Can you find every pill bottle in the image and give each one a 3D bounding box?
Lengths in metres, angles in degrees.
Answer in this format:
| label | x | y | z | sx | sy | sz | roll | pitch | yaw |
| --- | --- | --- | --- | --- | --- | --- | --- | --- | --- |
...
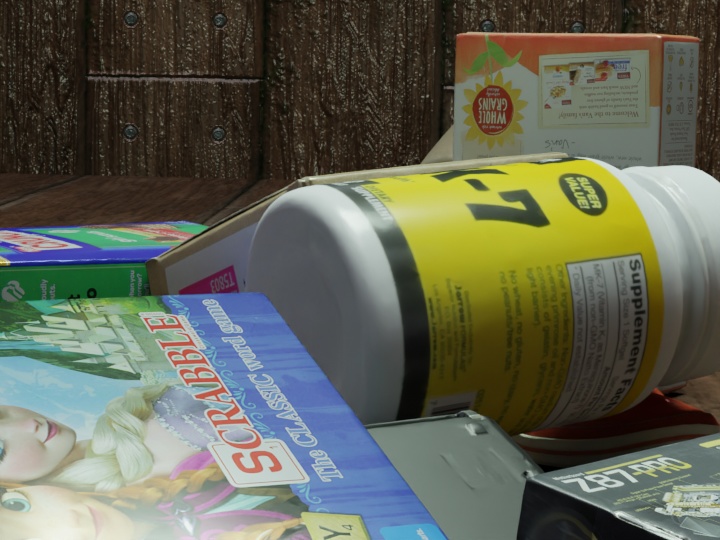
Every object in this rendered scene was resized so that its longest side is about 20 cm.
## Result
| label | x | y | z | sx | sy | sz | roll | pitch | yaw |
| --- | --- | --- | --- | --- | --- | --- | --- | --- | --- |
| pill bottle | 0.062 | 0.012 | 0.791 | 0.199 | 0.115 | 0.114 | -8 | 10 | -30 |

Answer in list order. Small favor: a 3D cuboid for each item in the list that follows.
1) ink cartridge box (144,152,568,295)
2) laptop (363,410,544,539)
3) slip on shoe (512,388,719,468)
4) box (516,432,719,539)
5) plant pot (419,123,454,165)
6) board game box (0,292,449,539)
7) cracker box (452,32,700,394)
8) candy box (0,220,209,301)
| label | x | y | z | sx | sy | sz | roll | pitch | yaw |
| --- | --- | --- | --- | --- | --- | --- | --- | --- | --- |
| ink cartridge box | 0.000 | 0.000 | 1.012 | 0.164 | 0.076 | 0.200 | -9 | -7 | -31 |
| laptop | -0.023 | 0.111 | 0.638 | 0.176 | 0.104 | 0.200 | -4 | 34 | -36 |
| slip on shoe | 0.103 | 0.057 | 0.898 | 0.074 | 0.062 | 0.200 | 0 | 8 | -24 |
| box | 0.170 | 0.092 | 0.580 | 0.199 | 0.050 | 0.161 | -6 | 20 | -44 |
| plant pot | 0.134 | -0.073 | 1.594 | 0.199 | 0.202 | 0.174 | 6 | 25 | 39 |
| board game box | -0.082 | 0.073 | 0.510 | 0.198 | 0.041 | 0.200 | -3 | 29 | -27 |
| cracker box | 0.121 | -0.034 | 1.078 | 0.133 | 0.202 | 0.058 | 6 | 7 | 34 |
| candy box | -0.161 | 0.016 | 1.137 | 0.199 | 0.078 | 0.169 | -4 | 9 | -30 |
